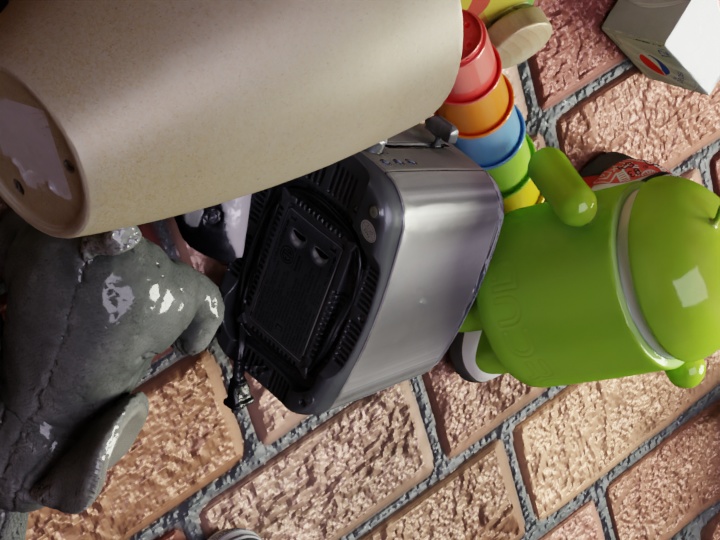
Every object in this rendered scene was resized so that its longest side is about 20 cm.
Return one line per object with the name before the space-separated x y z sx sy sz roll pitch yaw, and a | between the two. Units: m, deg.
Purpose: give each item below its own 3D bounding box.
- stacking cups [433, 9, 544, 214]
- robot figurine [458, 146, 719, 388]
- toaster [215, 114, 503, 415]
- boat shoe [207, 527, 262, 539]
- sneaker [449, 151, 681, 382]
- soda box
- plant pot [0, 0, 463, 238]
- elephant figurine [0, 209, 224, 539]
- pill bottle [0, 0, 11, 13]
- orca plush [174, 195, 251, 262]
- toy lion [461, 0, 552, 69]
stacking cups | 0.068 -0.092 1.160 0.061 0.060 0.200 -53 154 -10
robot figurine | 0.152 0.008 1.170 0.176 0.199 0.116 52 42 -31
toaster | 0.000 0.000 1.136 0.129 0.114 0.201 -12 131 -47
boat shoe | -0.066 0.265 1.225 0.070 0.066 0.201 -12 112 -35
sneaker | 0.154 0.006 1.280 0.201 0.108 0.067 -47 128 -15
soda box | 0.252 -0.225 1.305 0.068 0.063 0.200 37 82 -41
plant pot | -0.086 -0.105 0.900 0.200 0.187 0.188 -36 125 -33
elephant figurine | -0.167 0.073 1.024 0.155 0.141 0.201 35 78 -48
pill bottle | -0.265 -0.112 0.903 0.200 0.112 0.113 -28 121 -28
orca plush | -0.091 -0.109 1.073 0.071 0.105 0.201 6 107 -8
toy lion | 0.050 -0.173 1.106 0.191 0.069 0.200 -17 157 -38
